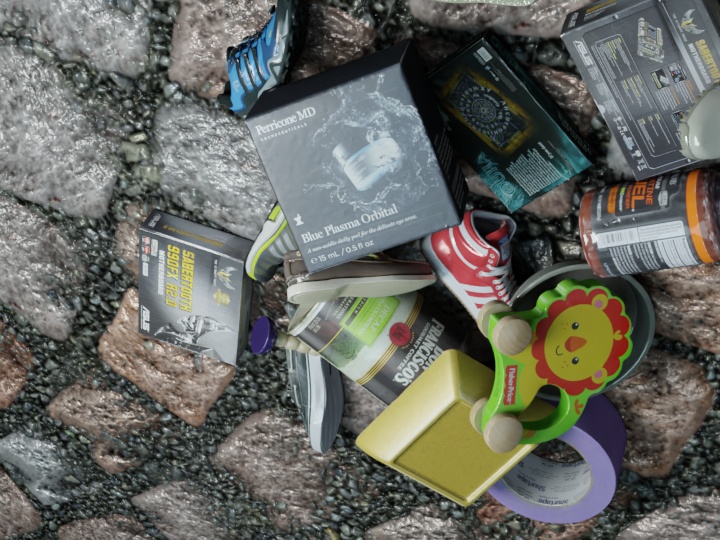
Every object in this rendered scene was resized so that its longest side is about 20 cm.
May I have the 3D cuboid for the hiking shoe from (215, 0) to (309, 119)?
[{"bbox_3d":[-0.120,-0.253,1.668,0.086,0.075,0.201,24,133,2],"label":"hiking shoe"}]

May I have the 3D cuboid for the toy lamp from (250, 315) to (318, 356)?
[{"bbox_3d":[-0.049,0.106,1.894,0.198,0.059,0.058,16,140,-31],"label":"toy lamp"}]

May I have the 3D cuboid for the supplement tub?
[{"bbox_3d":[0.356,-0.057,1.598,0.197,0.107,0.108,-10,123,29],"label":"supplement tub"}]

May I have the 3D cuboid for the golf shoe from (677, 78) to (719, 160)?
[{"bbox_3d":[0.421,-0.162,1.427,0.198,0.097,0.079,-24,115,-10],"label":"golf shoe"}]

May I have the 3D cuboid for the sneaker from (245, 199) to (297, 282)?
[{"bbox_3d":[-0.092,-0.038,1.820,0.080,0.074,0.200,31,144,-1],"label":"sneaker"}]

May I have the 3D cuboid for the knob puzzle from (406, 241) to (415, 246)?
[{"bbox_3d":[0.002,-0.137,1.736,0.217,0.031,0.222,15,136,15],"label":"knob puzzle"}]

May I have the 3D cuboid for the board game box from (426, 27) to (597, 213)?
[{"bbox_3d":[0.164,-0.171,1.640,0.200,0.028,0.135,46,132,-16],"label":"board game box"}]

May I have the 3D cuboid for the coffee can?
[{"bbox_3d":[0.025,0.080,1.826,0.199,0.147,0.146,37,132,-8],"label":"coffee can"}]

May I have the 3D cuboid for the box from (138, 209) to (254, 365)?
[{"bbox_3d":[-0.231,0.026,1.962,0.156,0.049,0.202,18,132,10],"label":"box"}]

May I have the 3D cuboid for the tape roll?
[{"bbox_3d":[0.256,0.242,1.898,0.197,0.085,0.202,12,132,14],"label":"tape roll"}]

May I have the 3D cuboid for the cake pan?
[{"bbox_3d":[0.265,0.070,1.740,0.197,0.037,0.203,-3,122,-5],"label":"cake pan"}]

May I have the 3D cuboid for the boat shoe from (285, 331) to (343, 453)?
[{"bbox_3d":[-0.070,0.165,1.999,0.070,0.072,0.203,12,120,24],"label":"boat shoe"}]

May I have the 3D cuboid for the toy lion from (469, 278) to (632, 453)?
[{"bbox_3d":[0.235,0.110,1.688,0.189,0.069,0.203,-2,109,-17],"label":"toy lion"}]

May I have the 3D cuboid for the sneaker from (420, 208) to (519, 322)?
[{"bbox_3d":[0.177,0.008,1.752,0.200,0.072,0.112,43,134,-11],"label":"sneaker"}]

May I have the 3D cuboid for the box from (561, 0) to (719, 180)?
[{"bbox_3d":[0.330,-0.210,1.513,0.157,0.049,0.201,-18,118,32],"label":"box"}]

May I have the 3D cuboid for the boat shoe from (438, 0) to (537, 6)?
[{"bbox_3d":[0.119,-0.331,1.512,0.198,0.062,0.075,16,139,32],"label":"boat shoe"}]

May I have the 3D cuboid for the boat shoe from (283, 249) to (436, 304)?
[{"bbox_3d":[0.000,0.000,1.720,0.197,0.060,0.072,-5,162,-23],"label":"boat shoe"}]

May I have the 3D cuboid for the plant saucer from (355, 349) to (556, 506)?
[{"bbox_3d":[0.127,0.216,1.782,0.199,0.049,0.200,30,119,-25],"label":"plant saucer"}]

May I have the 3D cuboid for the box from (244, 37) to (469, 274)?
[{"bbox_3d":[-0.001,-0.130,1.605,0.194,0.118,0.202,-18,109,16],"label":"box"}]
